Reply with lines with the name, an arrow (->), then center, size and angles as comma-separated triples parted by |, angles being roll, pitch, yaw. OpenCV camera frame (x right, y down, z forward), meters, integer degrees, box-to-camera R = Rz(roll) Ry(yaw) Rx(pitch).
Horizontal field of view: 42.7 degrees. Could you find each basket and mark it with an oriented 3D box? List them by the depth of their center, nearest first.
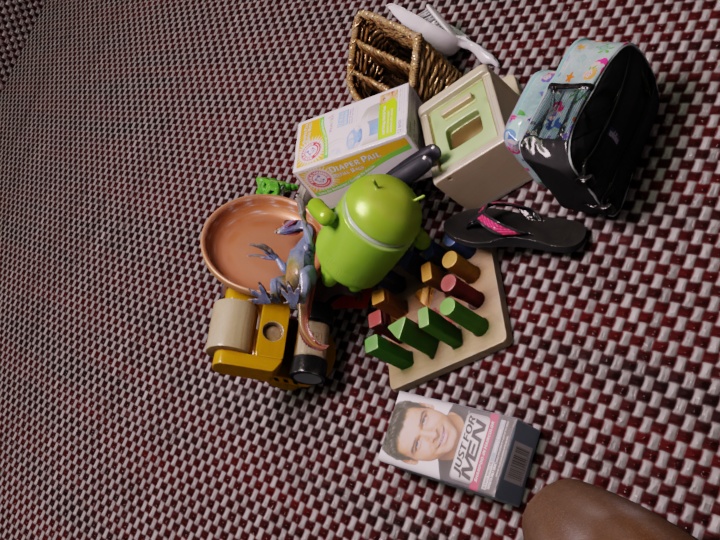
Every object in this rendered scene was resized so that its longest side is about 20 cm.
basket -> 0.050, -0.314, 1.504 | 0.143, 0.149, 0.200 | -55, 42, 6

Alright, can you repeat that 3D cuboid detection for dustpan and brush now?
dustpan and brush -> 0.147, -0.378, 1.491 | 0.057, 0.139, 0.200 | -49, 67, 27

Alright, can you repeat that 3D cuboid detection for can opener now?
can opener -> 0.050, -0.128, 1.347 | 0.200, 0.079, 0.064 | -39, 19, 45

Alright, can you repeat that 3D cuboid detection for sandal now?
sandal -> 0.205, -0.065, 1.242 | 0.199, 0.045, 0.075 | 7, 47, 31

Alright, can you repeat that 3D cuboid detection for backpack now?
backpack -> 0.290, -0.190, 1.174 | 0.150, 0.177, 0.201 | 23, 81, 44

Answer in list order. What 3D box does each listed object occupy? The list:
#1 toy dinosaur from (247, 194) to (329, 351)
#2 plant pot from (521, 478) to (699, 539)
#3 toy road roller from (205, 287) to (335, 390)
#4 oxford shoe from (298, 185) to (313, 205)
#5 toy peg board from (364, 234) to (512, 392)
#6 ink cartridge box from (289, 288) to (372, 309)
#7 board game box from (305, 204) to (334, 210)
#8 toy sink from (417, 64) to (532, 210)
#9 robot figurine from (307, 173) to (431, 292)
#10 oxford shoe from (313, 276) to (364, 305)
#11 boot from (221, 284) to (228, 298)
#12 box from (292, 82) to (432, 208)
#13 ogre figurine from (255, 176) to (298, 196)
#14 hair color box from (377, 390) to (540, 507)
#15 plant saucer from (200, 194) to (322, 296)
toy dinosaur -> -0.098, -0.002, 1.343 | 0.105, 0.201, 0.182 | -15, 18, 25
plant pot -> 0.252, 0.308, 0.942 | 0.187, 0.187, 0.200 | -54, 27, 6
toy road roller -> -0.137, 0.120, 1.418 | 0.146, 0.199, 0.123 | 119, 161, -61
oxford shoe -> -0.039, -0.181, 1.582 | 0.058, 0.075, 0.200 | 40, 103, 11
toy peg board -> 0.092, 0.037, 1.297 | 0.200, 0.098, 0.200 | -28, 50, 31
ink cartridge box -> -0.055, -0.019, 1.514 | 0.200, 0.057, 0.163 | -4, 65, 48
board game box -> -0.044, -0.071, 1.488 | 0.200, 0.048, 0.102 | -34, 56, 8
toy sink -> 0.169, -0.212, 1.353 | 0.130, 0.112, 0.201 | -30, 49, 29
robot figurine -> 0.011, -0.053, 1.292 | 0.200, 0.175, 0.116 | 127, 149, -45
oxford shoe -> 0.000, 0.000, 1.433 | 0.200, 0.071, 0.073 | -30, 78, 17
boot -> -0.185, 0.062, 1.576 | 0.097, 0.075, 0.200 | -42, 42, 24
box -> 0.007, -0.188, 1.421 | 0.199, 0.101, 0.113 | -15, 50, 25
ogre figurine -> -0.164, -0.102, 1.622 | 0.200, 0.098, 0.120 | 23, 103, 60
hair color box -> 0.123, 0.226, 1.185 | 0.200, 0.061, 0.099 | 6, 72, 47
plant saucer -> -0.144, -0.034, 1.411 | 0.038, 0.199, 0.201 | 102, 161, -49
